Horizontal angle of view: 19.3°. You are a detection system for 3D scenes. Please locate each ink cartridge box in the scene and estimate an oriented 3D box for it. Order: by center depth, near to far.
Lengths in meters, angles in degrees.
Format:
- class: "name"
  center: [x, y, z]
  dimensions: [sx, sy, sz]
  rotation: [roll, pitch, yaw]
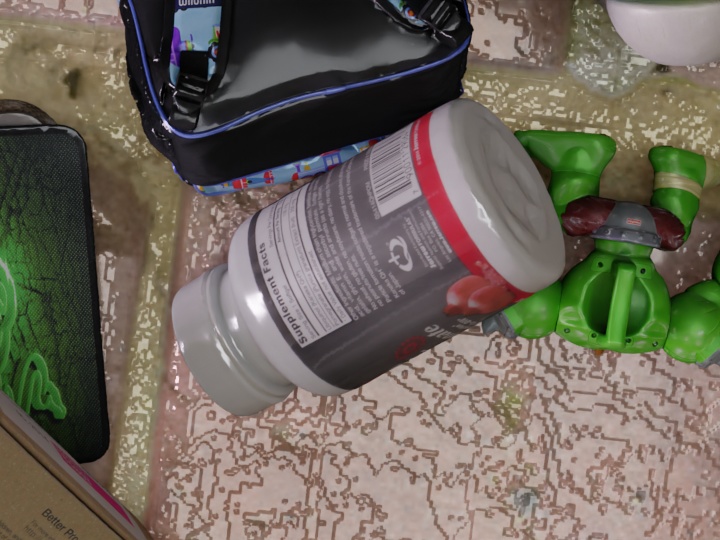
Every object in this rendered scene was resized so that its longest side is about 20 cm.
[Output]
- class: "ink cartridge box"
  center: [-0.217, 0.154, 1.122]
  dimensions: [0.165, 0.075, 0.200]
  rotation: [-40, 132, -2]

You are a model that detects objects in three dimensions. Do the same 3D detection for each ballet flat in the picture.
- class: "ballet flat"
  center: [-0.264, -0.064, 1.166]
  dimensions: [0.200, 0.046, 0.067]
  rotation: [-8, 111, 1]

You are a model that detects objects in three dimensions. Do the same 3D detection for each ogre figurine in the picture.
- class: "ogre figurine"
  center: [0.142, -0.012, 1.180]
  dimensions: [0.200, 0.098, 0.120]
  rotation: [11, 82, -17]

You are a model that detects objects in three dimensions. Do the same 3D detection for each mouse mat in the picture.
- class: "mouse mat"
  center: [-0.224, 0.019, 1.167]
  dimensions: [0.161, 0.008, 0.200]
  rotation: [-4, 109, -4]

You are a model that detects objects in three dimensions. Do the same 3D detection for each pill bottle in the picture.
- class: "pill bottle"
  center: [0.000, 0.000, 1.136]
  dimensions: [0.200, 0.111, 0.111]
  rotation: [-29, 97, 23]

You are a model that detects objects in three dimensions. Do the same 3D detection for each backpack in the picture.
- class: "backpack"
  center: [-0.048, -0.161, 1.130]
  dimensions: [0.182, 0.135, 0.200]
  rotation: [-18, 72, -5]

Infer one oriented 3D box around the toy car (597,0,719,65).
- class: "toy car"
  center: [0.130, -0.205, 1.115]
  dimensions: [0.150, 0.200, 0.175]
  rotation: [-4, 110, -1]
